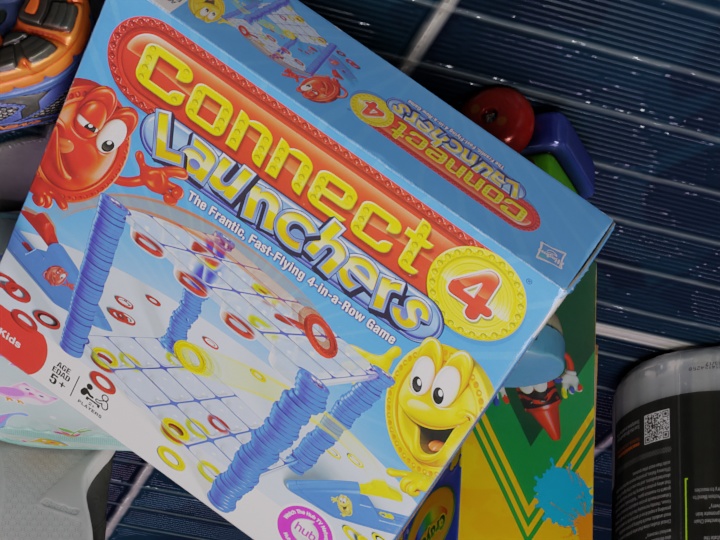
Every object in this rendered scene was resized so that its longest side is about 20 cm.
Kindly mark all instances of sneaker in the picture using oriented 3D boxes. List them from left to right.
[{"bbox_3d":[-0.191,-0.072,0.733,0.199,0.076,0.078,-3,154,18],"label":"sneaker"},{"bbox_3d":[-0.170,0.144,0.990,0.070,0.200,0.100,3,118,-6],"label":"sneaker"}]

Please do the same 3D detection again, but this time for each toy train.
[{"bbox_3d":[0.000,0.000,0.789,0.199,0.116,0.085,-8,149,22],"label":"toy train"}]

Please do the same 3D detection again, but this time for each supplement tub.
[{"bbox_3d":[0.193,0.151,0.954,0.122,0.201,0.123,4,152,2],"label":"supplement tub"}]

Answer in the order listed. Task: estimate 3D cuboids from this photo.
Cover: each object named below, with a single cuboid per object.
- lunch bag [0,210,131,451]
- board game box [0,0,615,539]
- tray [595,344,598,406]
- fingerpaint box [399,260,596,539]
[{"bbox_3d":[-0.116,0.044,0.929,0.199,0.077,0.161,8,151,-4],"label":"lunch bag"},{"bbox_3d":[-0.035,0.004,0.709,0.200,0.056,0.196,35,129,6],"label":"board game box"},{"bbox_3d":[0.072,0.120,1.022,0.037,0.099,0.200,15,151,-16],"label":"tray"},{"bbox_3d":[0.044,0.102,0.920,0.073,0.168,0.200,13,152,-16],"label":"fingerpaint box"}]
